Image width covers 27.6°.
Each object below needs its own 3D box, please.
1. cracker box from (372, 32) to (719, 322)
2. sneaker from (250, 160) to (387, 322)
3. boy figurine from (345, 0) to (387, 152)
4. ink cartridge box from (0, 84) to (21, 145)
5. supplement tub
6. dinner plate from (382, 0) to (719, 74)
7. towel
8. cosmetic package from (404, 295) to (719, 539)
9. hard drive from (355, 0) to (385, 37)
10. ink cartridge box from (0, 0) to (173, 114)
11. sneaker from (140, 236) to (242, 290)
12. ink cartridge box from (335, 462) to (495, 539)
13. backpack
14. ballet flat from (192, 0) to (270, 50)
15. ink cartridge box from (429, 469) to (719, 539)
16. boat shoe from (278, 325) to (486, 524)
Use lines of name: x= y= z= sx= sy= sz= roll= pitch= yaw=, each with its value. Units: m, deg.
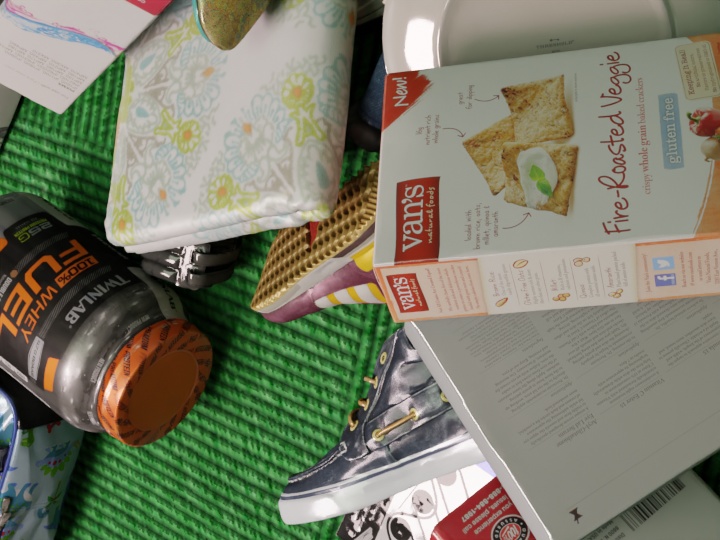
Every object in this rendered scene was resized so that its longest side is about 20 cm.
cracker box: x=0.110 y=-0.050 z=0.770 sx=0.198 sy=0.058 sz=0.135 roll=-6 pitch=53 yaw=13
sneaker: x=0.000 y=0.000 z=0.955 sx=0.200 sy=0.090 sz=0.075 roll=-29 pitch=39 yaw=58
boy figurine: x=0.065 y=-0.149 z=0.877 sx=0.124 sy=0.065 sz=0.200 roll=31 pitch=118 yaw=-10
ink cartridge box: x=-0.350 y=-0.159 z=1.175 sx=0.146 sy=0.083 sz=0.201 roll=43 pitch=120 yaw=22
supplement tub: x=-0.212 y=0.037 z=1.084 sx=0.199 sy=0.122 sz=0.123 roll=32 pitch=115 yaw=27
dinner plate: x=0.109 y=-0.127 z=0.827 sx=0.199 sy=0.024 sz=0.202 roll=4 pitch=115 yaw=9
towel: x=-0.084 y=-0.104 z=0.936 sx=0.199 sy=0.048 sz=0.173 roll=-9 pitch=72 yaw=41
cosmetic package: x=0.146 y=0.039 z=0.797 sx=0.199 sy=0.052 sz=0.151 roll=-31 pitch=74 yaw=-7
hard drive: x=-0.022 y=-0.252 z=0.949 sx=0.139 sy=0.038 sz=0.202 roll=-15 pitch=88 yaw=36
ink cartridge box: x=-0.174 y=-0.216 z=0.971 sx=0.200 sy=0.085 sz=0.148 roll=-29 pitch=41 yaw=48
sneaker: x=-0.087 y=-0.039 z=1.017 sx=0.199 sy=0.070 sz=0.100 roll=-1 pitch=100 yaw=41
ink cartridge box: x=0.062 y=0.114 z=0.945 sx=0.094 sy=0.044 sz=0.201 roll=33 pitch=116 yaw=25
backpack: x=-0.328 y=0.147 z=1.174 sx=0.182 sy=0.147 sz=0.201 roll=30 pitch=117 yaw=31
ballet flat: x=-0.057 y=-0.230 z=0.883 sx=0.070 sy=0.071 sz=0.201 roll=-8 pitch=66 yaw=37
ink cartridge box: x=0.152 y=0.191 z=0.822 sx=0.200 sy=0.144 sz=0.084 roll=48 pitch=158 yaw=20
boat shoe: x=0.022 y=0.088 z=0.902 sx=0.199 sy=0.071 sz=0.091 roll=-25 pitch=85 yaw=27
